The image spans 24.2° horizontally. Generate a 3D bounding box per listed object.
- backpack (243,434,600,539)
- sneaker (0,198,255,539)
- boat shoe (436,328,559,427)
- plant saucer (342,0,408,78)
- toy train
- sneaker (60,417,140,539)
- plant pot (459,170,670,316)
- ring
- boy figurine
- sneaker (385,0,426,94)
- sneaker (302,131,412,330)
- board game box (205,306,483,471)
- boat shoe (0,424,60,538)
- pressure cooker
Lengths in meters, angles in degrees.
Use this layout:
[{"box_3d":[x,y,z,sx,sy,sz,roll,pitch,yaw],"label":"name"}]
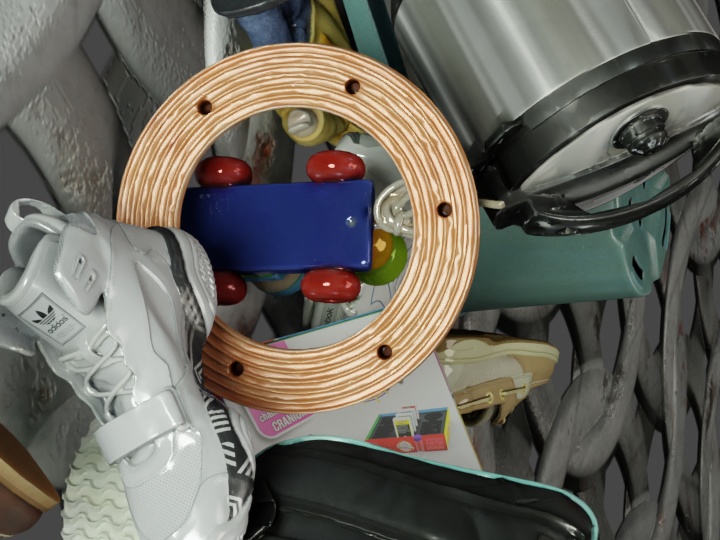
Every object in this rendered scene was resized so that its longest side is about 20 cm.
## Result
[{"box_3d":[0.008,0.182,0.847,0.154,0.200,0.176,86,27,-51],"label":"backpack"},{"box_3d":[-0.121,0.054,0.811,0.115,0.075,0.200,23,44,-43],"label":"sneaker"},{"box_3d":[0.077,0.076,1.175,0.200,0.074,0.067,6,90,-56],"label":"boat shoe"},{"box_3d":[0.009,-0.148,1.060,0.070,0.019,0.200,53,18,-54],"label":"plant saucer"},{"box_3d":[0.001,-0.017,0.984,0.116,0.199,0.085,29,61,-68],"label":"toy train"},{"box_3d":[-0.112,0.160,0.902,0.100,0.069,0.201,31,66,-70],"label":"sneaker"},{"box_3d":[0.116,-0.055,1.238,0.200,0.196,0.201,0,90,-66],"label":"plant pot"},{"box_3d":[-0.034,-0.023,0.911,0.019,0.200,0.201,-7,96,-79],"label":"ring"},{"box_3d":[-0.029,-0.130,1.077,0.200,0.064,0.125,53,34,-50],"label":"boy figurine"},{"box_3d":[0.063,-0.148,1.164,0.074,0.082,0.200,66,7,-50],"label":"sneaker"},{"box_3d":[0.000,0.000,1.092,0.087,0.074,0.200,-52,152,-41],"label":"sneaker"},{"box_3d":[0.000,0.130,0.991,0.153,0.040,0.200,-14,77,-32],"label":"board game box"},{"box_3d":[-0.203,0.067,0.705,0.070,0.070,0.200,-44,140,-5],"label":"boat shoe"},{"box_3d":[0.128,-0.119,1.029,0.178,0.176,0.200,-1,58,-55],"label":"pressure cooker"}]
